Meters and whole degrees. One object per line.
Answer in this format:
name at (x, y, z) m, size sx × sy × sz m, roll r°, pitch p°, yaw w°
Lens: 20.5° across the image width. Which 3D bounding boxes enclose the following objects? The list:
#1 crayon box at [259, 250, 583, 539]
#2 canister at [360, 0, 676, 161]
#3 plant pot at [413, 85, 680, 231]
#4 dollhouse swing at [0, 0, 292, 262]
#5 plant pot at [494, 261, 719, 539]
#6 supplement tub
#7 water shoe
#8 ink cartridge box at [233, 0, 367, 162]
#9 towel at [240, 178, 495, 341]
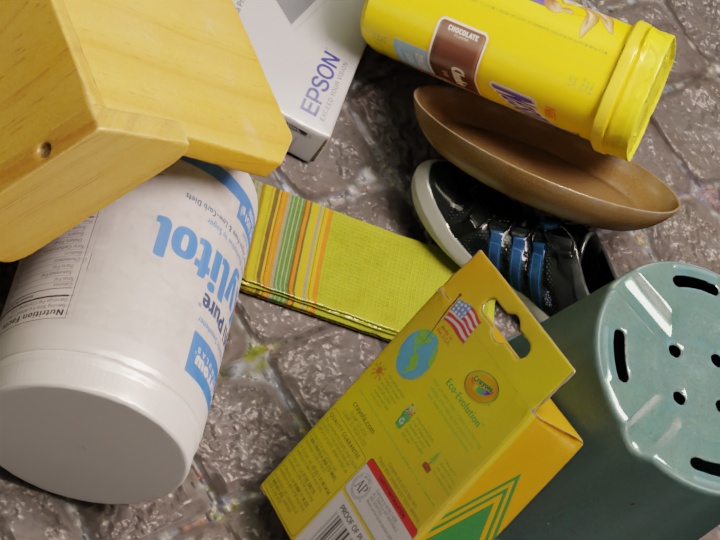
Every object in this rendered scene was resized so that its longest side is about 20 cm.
crayon box at (0.042, 0.102, 1.149) m, size 0.051 × 0.200 × 0.127 m, roll 31°, pitch 17°, yaw -40°
canister at (0.110, -0.155, 1.378) m, size 0.200 × 0.149 × 0.087 m, roll 24°, pitch 92°, yaw 9°
plant pot at (0.124, -0.074, 1.375) m, size 0.200 × 0.027 × 0.200 m, roll 21°, pitch 18°, yaw -7°
dollhouse swing at (-0.172, -0.106, 1.146) m, size 0.176 × 0.182 × 0.200 m, roll 33°, pitch 29°, yaw -60°
plant pot at (0.154, 0.101, 1.216) m, size 0.200 × 0.196 × 0.200 m, roll 13°, pitch 59°, yaw -23°
supplement tub at (-0.141, 0.021, 1.170) m, size 0.132 × 0.132 × 0.200 m, roll 21°, pitch 53°, yaw -14°
water shoe at (0.125, -0.016, 1.353) m, size 0.200 × 0.079 × 0.072 m, roll 43°, pitch 39°, yaw -3°
ink cartridge box at (-0.086, -0.198, 1.394) m, size 0.200 × 0.041 × 0.200 m, roll 27°, pitch 52°, yaw -10°
towel at (0.000, 0.000, 1.327) m, size 0.200 × 0.018 × 0.086 m, roll 20°, pitch 54°, yaw -15°
